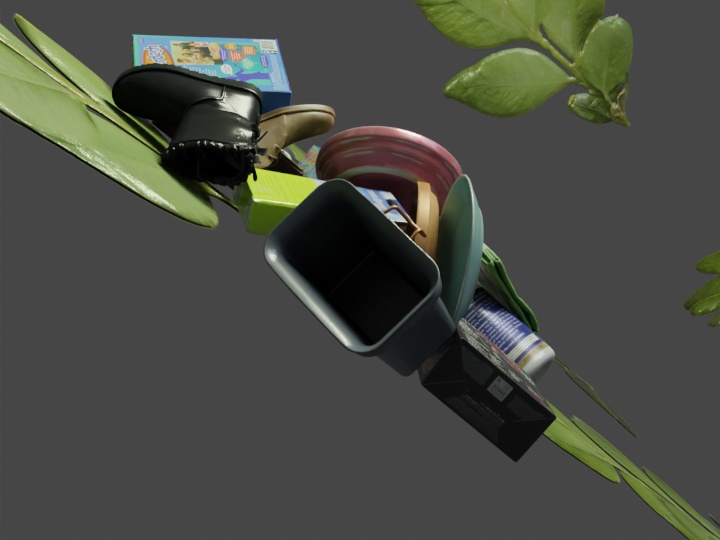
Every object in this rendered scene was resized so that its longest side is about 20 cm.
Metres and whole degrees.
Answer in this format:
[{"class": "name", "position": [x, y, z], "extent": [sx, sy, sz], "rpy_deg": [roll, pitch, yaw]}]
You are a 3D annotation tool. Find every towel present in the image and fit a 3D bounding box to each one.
[{"class": "towel", "position": [0.177, -0.005, 1.584], "extent": [0.149, 0.031, 0.200], "rpy_deg": [53, -2, -32]}]

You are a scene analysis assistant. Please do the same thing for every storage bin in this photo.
[{"class": "storage bin", "position": [0.016, 0.012, 1.215], "extent": [0.200, 0.146, 0.134], "rpy_deg": [45, -2, 33]}]

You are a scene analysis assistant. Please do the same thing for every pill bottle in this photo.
[{"class": "pill bottle", "position": [0.155, 0.090, 1.528], "extent": [0.200, 0.116, 0.116], "rpy_deg": [43, 7, 17]}]

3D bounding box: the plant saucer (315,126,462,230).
[{"class": "plant saucer", "position": [0.035, -0.114, 1.503], "extent": [0.200, 0.200, 0.051], "rpy_deg": [36, 51, -36]}]

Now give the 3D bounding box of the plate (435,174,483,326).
[{"class": "plate", "position": [0.113, -0.011, 1.305], "extent": [0.025, 0.201, 0.200], "rpy_deg": [9, 12, -8]}]

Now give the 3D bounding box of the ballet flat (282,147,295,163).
[{"class": "ballet flat", "position": [-0.152, -0.167, 1.711], "extent": [0.073, 0.073, 0.200], "rpy_deg": [44, 13, 32]}]

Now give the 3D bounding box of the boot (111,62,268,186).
[{"class": "boot", "position": [-0.204, -0.169, 1.321], "extent": [0.198, 0.074, 0.163], "rpy_deg": [7, 38, -5]}]

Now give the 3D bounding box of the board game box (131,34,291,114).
[{"class": "board game box", "position": [-0.201, -0.258, 1.489], "extent": [0.199, 0.045, 0.152], "rpy_deg": [0, 38, -13]}]

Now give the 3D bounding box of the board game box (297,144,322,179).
[{"class": "board game box", "position": [-0.020, -0.092, 1.768], "extent": [0.200, 0.103, 0.105], "rpy_deg": [39, 0, -18]}]

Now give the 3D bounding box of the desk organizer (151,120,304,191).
[{"class": "desk organizer", "position": [-0.174, -0.164, 1.510], "extent": [0.200, 0.077, 0.072], "rpy_deg": [40, 6, -6]}]

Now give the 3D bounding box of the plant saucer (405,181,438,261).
[{"class": "plant saucer", "position": [0.072, -0.011, 1.416], "extent": [0.032, 0.201, 0.200], "rpy_deg": [7, 9, -2]}]

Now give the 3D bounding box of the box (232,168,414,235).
[{"class": "box", "position": [-0.047, -0.074, 1.366], "extent": [0.199, 0.048, 0.122], "rpy_deg": [8, 21, -18]}]

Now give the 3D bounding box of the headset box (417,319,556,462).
[{"class": "headset box", "position": [0.143, 0.129, 1.359], "extent": [0.149, 0.075, 0.200], "rpy_deg": [40, 7, -8]}]

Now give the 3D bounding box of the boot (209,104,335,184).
[{"class": "boot", "position": [-0.118, -0.159, 1.435], "extent": [0.076, 0.199, 0.074], "rpy_deg": [66, -21, 19]}]
